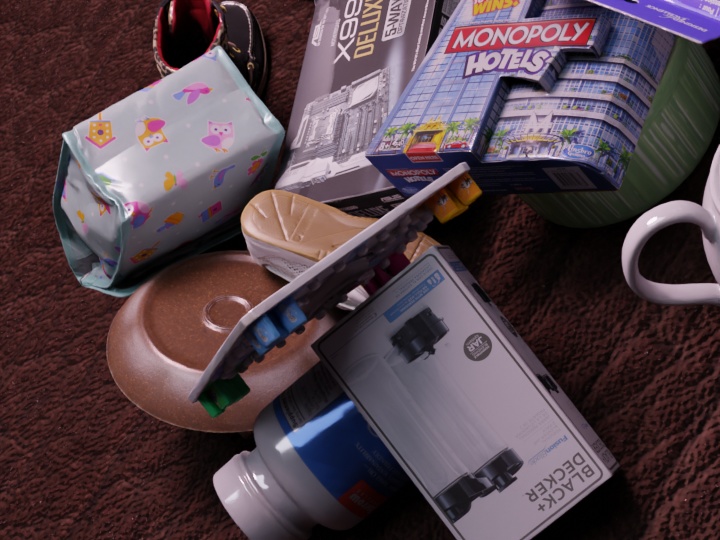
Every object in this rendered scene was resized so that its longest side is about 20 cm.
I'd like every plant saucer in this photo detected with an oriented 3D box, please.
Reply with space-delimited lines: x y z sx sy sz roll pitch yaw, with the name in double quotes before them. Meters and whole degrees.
"plant saucer" -0.104 0.045 1.691 0.199 0.037 0.201 -1 42 0

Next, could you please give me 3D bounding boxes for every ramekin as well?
"ramekin" 0.178 -0.129 1.620 0.199 0.098 0.201 -24 45 26

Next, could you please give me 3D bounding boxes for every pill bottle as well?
"pill bottle" -0.008 0.121 1.564 0.200 0.112 0.112 -41 39 9

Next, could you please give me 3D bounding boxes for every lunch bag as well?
"lunch bag" -0.164 -0.067 1.786 0.170 0.200 0.122 -31 72 -23

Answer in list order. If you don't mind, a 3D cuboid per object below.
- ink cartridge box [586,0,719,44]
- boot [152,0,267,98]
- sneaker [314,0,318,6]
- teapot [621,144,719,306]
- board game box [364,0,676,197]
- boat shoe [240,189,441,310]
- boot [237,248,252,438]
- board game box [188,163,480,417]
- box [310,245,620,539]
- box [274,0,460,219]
"ink cartridge box" 0.222 -0.224 1.531 0.198 0.200 0.044 26 119 33
"boot" -0.136 -0.198 1.907 0.073 0.151 0.201 6 56 12
"sneaker" 0.037 -0.289 1.898 0.146 0.077 0.203 0 59 39
"teapot" 0.300 -0.052 1.409 0.197 0.146 0.201 8 64 45
"board game box" 0.126 -0.154 1.561 0.199 0.062 0.200 0 59 41
"boat shoe" 0.000 0.000 1.672 0.199 0.069 0.071 24 58 17
"boot" -0.100 0.053 1.740 0.075 0.074 0.200 -29 39 11
"board game box" -0.020 0.018 1.496 0.200 0.026 0.200 -36 -7 -24
"box" 0.073 0.094 1.461 0.117 0.060 0.200 -38 83 9
"box" 0.012 -0.138 1.717 0.157 0.050 0.201 -9 63 47
